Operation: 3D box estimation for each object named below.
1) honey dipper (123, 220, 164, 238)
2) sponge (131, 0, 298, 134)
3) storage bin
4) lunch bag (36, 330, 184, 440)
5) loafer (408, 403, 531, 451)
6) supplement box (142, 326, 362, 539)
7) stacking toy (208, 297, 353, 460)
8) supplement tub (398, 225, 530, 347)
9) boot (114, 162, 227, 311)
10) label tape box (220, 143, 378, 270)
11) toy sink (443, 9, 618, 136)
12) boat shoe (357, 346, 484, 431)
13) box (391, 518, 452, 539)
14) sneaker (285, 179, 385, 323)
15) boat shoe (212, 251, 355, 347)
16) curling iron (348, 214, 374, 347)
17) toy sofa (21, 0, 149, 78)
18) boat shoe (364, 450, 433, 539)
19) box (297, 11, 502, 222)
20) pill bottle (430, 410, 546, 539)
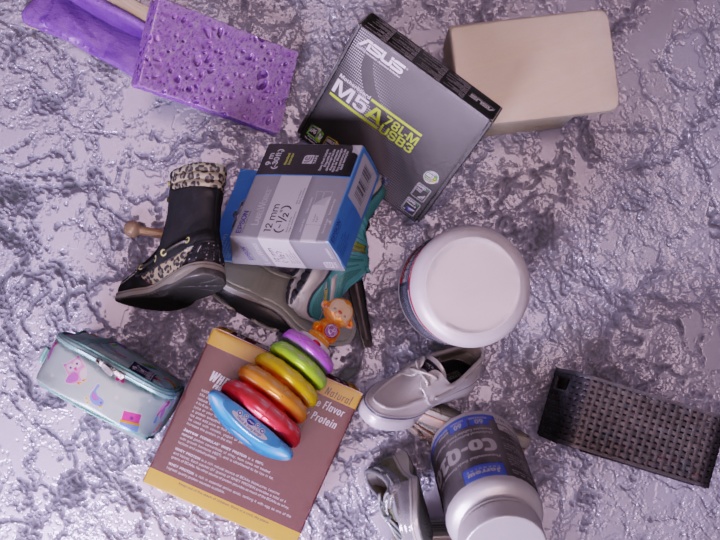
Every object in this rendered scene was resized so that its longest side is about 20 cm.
[{"bbox_3d":[-0.204,-0.038,1.360,0.199,0.038,0.038,9,87,1],"label":"honey dipper"},{"bbox_3d":[-0.179,-0.253,1.325,0.200,0.030,0.112,16,88,-32],"label":"sponge"},{"bbox_3d":[0.338,0.196,1.334,0.199,0.135,0.094,16,87,-3],"label":"storage bin"},{"bbox_3d":[-0.295,0.130,1.260,0.160,0.200,0.077,31,84,0],"label":"lunch bag"},{"bbox_3d":[0.118,0.210,1.355,0.199,0.072,0.063,18,94,-6],"label":"loafer"},{"bbox_3d":[-0.129,0.197,1.303,0.197,0.133,0.200,24,86,-3],"label":"supplement box"},{"bbox_3d":[-0.072,0.111,1.203,0.116,0.110,0.200,39,74,0],"label":"stacking toy"},{"bbox_3d":[0.120,0.022,1.294,0.140,0.200,0.141,0,87,-4],"label":"supplement tub"},{"bbox_3d":[-0.228,-0.037,1.304,0.073,0.203,0.154,16,68,-38],"label":"boot"},{"bbox_3d":[-0.094,-0.080,1.287,0.199,0.066,0.144,5,59,25],"label":"label tape box"},{"bbox_3d":[0.214,-0.248,1.358,0.199,0.112,0.131,-7,88,0],"label":"toy sink"},{"bbox_3d":[0.077,0.134,1.305,0.074,0.200,0.065,40,128,25],"label":"boat shoe"},{"bbox_3d":[0.098,0.417,1.312,0.109,0.128,0.201,0,88,-5],"label":"box"},{"bbox_3d":[-0.021,-0.024,1.328,0.080,0.077,0.200,33,77,-22],"label":"sneaker"},{"bbox_3d":[-0.101,0.043,1.350,0.200,0.060,0.076,32,58,-3],"label":"boat shoe"},{"bbox_3d":[0.000,0.000,1.373,0.049,0.026,0.201,-4,88,-1],"label":"curling iron"},{"bbox_3d":[-0.332,-0.322,1.336,0.200,0.083,0.098,28,85,-3],"label":"toy sofa"},{"bbox_3d":[0.044,0.278,1.280,0.065,0.202,0.075,-16,105,-2],"label":"boat shoe"},{"bbox_3d":[0.043,-0.184,1.312,0.200,0.193,0.048,37,45,0],"label":"box"},{"bbox_3d":[0.150,0.263,1.242,0.113,0.200,0.114,-2,115,-4],"label":"pill bottle"}]
